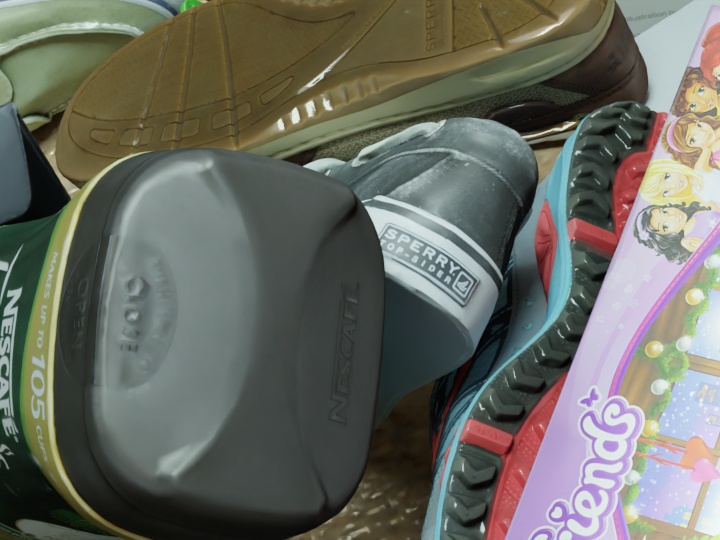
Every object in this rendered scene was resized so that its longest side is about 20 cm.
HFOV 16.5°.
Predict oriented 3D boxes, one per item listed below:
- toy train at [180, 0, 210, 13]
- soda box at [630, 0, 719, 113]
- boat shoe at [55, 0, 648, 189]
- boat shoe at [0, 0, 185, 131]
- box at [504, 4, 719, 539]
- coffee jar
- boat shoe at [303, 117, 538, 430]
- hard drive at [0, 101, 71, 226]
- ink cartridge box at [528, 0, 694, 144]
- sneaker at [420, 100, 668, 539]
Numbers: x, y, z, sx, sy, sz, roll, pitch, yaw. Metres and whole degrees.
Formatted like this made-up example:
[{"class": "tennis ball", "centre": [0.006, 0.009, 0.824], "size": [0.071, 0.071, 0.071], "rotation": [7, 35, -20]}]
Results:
[{"class": "toy train", "centre": [-0.036, -0.059, 0.912], "size": [0.042, 0.056, 0.200], "rotation": [-37, 35, 27]}, {"class": "soda box", "centre": [0.155, -0.013, 0.762], "size": [0.064, 0.068, 0.200], "rotation": [-33, 41, -12]}, {"class": "boat shoe", "centre": [-0.003, -0.051, 0.808], "size": [0.200, 0.072, 0.072], "rotation": [-16, 48, 22]}, {"class": "boat shoe", "centre": [-0.159, -0.071, 0.989], "size": [0.200, 0.072, 0.062], "rotation": [-16, 59, 19]}, {"class": "box", "centre": [0.119, 0.040, 0.607], "size": [0.137, 0.039, 0.200], "rotation": [14, 73, 27]}, {"class": "coffee jar", "centre": [-0.073, 0.029, 0.689], "size": [0.200, 0.085, 0.104], "rotation": [-16, 65, 57]}, {"class": "boat shoe", "centre": [-0.002, -0.002, 0.758], "size": [0.068, 0.074, 0.199], "rotation": [-59, 5, -21]}, {"class": "hard drive", "centre": [-0.194, 0.015, 0.858], "size": [0.200, 0.135, 0.042], "rotation": [-24, 73, -3]}, {"class": "ink cartridge box", "centre": [0.091, -0.170, 0.862], "size": [0.145, 0.200, 0.147], "rotation": [-7, 42, 18]}, {"class": "sneaker", "centre": [0.059, 0.049, 0.718], "size": [0.079, 0.096, 0.200], "rotation": [29, 50, -6]}]
